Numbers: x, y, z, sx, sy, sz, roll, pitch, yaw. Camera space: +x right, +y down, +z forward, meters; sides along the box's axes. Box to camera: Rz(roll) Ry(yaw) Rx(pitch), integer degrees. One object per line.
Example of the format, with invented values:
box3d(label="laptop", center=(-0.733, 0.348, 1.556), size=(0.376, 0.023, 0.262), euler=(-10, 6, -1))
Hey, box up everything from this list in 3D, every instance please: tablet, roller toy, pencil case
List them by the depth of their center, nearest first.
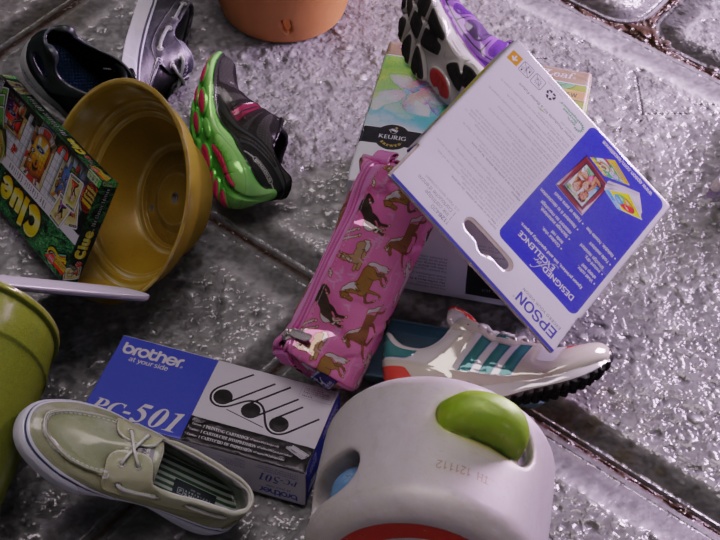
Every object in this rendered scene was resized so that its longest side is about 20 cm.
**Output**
box3d(label="roller toy", center=(0.053, 0.187, 1.297), size=(0.180, 0.201, 0.141), euler=(-7, 44, 20))
box3d(label="pencil case", center=(0.000, 0.000, 1.448), size=(0.082, 0.087, 0.202), euler=(26, 91, 8))
box3d(label="tablet", center=(-0.290, 0.012, 1.452), size=(0.129, 0.014, 0.199), euler=(4, -2, 41))

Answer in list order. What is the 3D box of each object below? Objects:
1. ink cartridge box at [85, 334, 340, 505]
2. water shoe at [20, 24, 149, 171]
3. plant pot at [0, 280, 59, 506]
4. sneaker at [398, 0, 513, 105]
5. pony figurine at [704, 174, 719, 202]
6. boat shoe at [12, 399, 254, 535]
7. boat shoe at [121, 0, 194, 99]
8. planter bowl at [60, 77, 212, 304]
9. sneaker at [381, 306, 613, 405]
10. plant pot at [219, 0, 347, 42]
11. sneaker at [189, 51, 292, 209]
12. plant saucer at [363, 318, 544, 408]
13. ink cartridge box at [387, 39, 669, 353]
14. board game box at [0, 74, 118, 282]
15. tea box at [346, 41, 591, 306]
box3d(label="ink cartridge box", center=(-0.124, 0.124, 1.442), size=(0.198, 0.045, 0.094), euler=(14, 46, 11))
box3d(label="water shoe", center=(-0.229, -0.151, 1.610), size=(0.199, 0.079, 0.072), euler=(35, 66, -21))
box3d(label="plant pot", center=(-0.346, 0.128, 1.345), size=(0.198, 0.201, 0.195), euler=(2, 58, 0))
box3d(label="sneaker", center=(0.099, -0.195, 1.562), size=(0.083, 0.081, 0.201), euler=(-11, 56, -30))
box3d(label="pony figurine", center=(0.429, -0.126, 1.649), size=(0.199, 0.168, 0.192), euler=(29, 20, 28))
box3d(label="boat shoe", center=(-0.173, 0.147, 1.344), size=(0.198, 0.062, 0.073), euler=(25, 57, -23))
box3d(label="boat shoe", center=(-0.203, -0.209, 1.741), size=(0.067, 0.072, 0.201), euler=(5, 42, 0))
box3d(label="planter bowl", center=(-0.194, -0.069, 1.562), size=(0.083, 0.202, 0.200), euler=(4, 34, -49))
box3d(label="sneaker", center=(0.111, 0.069, 1.450), size=(0.197, 0.070, 0.095), euler=(-13, 77, 2))
box3d(label="plant pot", center=(-0.083, -0.337, 1.813), size=(0.197, 0.141, 0.202), euler=(2, 46, -2))
box3d(label="sneaker", center=(-0.116, -0.133, 1.678), size=(0.083, 0.077, 0.201), euler=(2, 47, -24))
box3d(label="plant saucer", center=(0.066, 0.080, 1.510), size=(0.197, 0.019, 0.070), euler=(10, 47, 5))
box3d(label="ink cartridge box", center=(0.136, -0.060, 1.429), size=(0.198, 0.047, 0.200), euler=(47, 59, -4))
box3d(label="board game box", center=(-0.298, -0.087, 1.587), size=(0.023, 0.106, 0.200), euler=(1, 31, -44))
box3d(label="tea box", center=(0.100, -0.088, 1.590), size=(0.197, 0.135, 0.198), euler=(9, 46, 6))
